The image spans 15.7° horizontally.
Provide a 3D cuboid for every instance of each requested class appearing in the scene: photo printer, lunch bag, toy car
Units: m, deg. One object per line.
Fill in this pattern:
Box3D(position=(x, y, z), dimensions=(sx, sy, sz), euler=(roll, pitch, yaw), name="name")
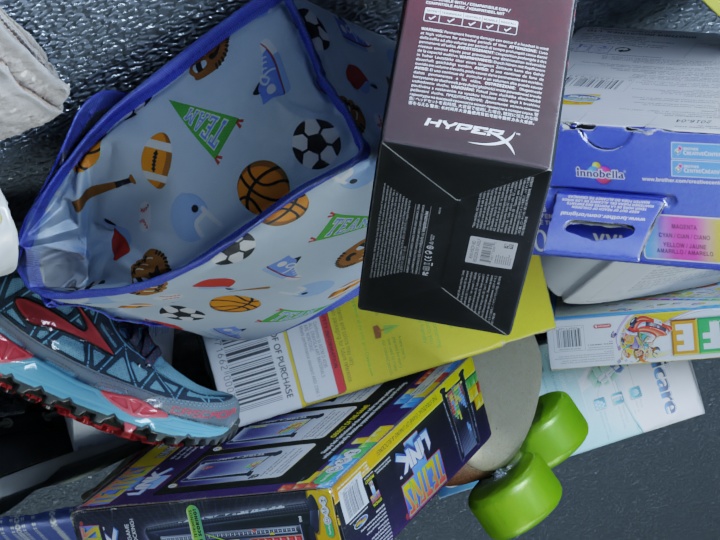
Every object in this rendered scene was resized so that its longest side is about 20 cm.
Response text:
Box3D(position=(0.221, -0.053, 1.624), dimensions=(0.166, 0.070, 0.200), euler=(-9, 160, -32), name="photo printer")
Box3D(position=(-0.057, -0.040, 1.326), dimensions=(0.200, 0.124, 0.170), euler=(-36, 156, 21), name="lunch bag")
Box3D(position=(0.011, 0.097, 1.633), dimensions=(0.199, 0.165, 0.158), euler=(-29, -167, 27), name="toy car")

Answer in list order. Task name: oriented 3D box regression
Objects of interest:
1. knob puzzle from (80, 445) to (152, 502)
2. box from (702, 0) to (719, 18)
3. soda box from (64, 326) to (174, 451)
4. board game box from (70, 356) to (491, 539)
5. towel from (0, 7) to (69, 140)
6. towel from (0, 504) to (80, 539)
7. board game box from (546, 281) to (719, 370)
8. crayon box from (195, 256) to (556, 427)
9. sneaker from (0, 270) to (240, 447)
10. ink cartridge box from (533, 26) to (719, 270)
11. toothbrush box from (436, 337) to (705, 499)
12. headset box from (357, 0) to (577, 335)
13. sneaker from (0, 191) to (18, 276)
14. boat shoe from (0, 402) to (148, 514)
Box3D(position=(-0.104, 0.115, 1.764), dimensions=(0.219, 0.031, 0.220), euler=(-22, -172, 3), name="knob puzzle")
Box3D(position=(0.175, -0.169, 1.261), dimensions=(0.075, 0.050, 0.200), euler=(-47, 154, 8), name="box")
Box3D(position=(-0.149, 0.040, 1.539), dimensions=(0.063, 0.068, 0.200), euler=(-15, 161, -11), name="soda box")
Box3D(position=(-0.040, 0.114, 1.461), dimensions=(0.165, 0.057, 0.200), euler=(-9, -165, 28), name="board game box")
Box3D(position=(-0.241, -0.068, 1.207), dimensions=(0.199, 0.035, 0.133), euler=(-21, 160, 8), name="towel")
Box3D(position=(-0.155, 0.155, 1.635), dimensions=(0.199, 0.024, 0.145), euler=(-9, 167, 0), name="towel")
Box3D(position=(0.225, 0.025, 1.730), dimensions=(0.199, 0.034, 0.134), euler=(-4, -167, 8), name="board game box")
Box3D(position=(0.000, 0.000, 1.479), dimensions=(0.199, 0.128, 0.051), euler=(-16, -161, -6), name="crayon box")
Box3D(position=(-0.146, 0.030, 1.394), dimensions=(0.199, 0.096, 0.079), euler=(23, 175, -17), name="sneaker")
Box3D(position=(0.144, -0.060, 1.327), dimensions=(0.136, 0.077, 0.200), euler=(5, -159, 21), name="ink cartridge box")
Box3D(position=(0.132, 0.094, 1.877), dimensions=(0.199, 0.086, 0.146), euler=(-17, 178, -2), name="toothbrush box")
Box3D(position=(0.053, -0.096, 1.166), dimensions=(0.075, 0.201, 0.149), euler=(10, 152, 1), name="headset box")
Box3D(position=(-0.228, -0.005, 1.290), dimensions=(0.115, 0.074, 0.200), euler=(-21, -173, -23), name="sneaker")
Box3D(position=(-0.199, 0.108, 1.693), dimensions=(0.075, 0.061, 0.200), euler=(-34, 171, 33), name="boat shoe")
